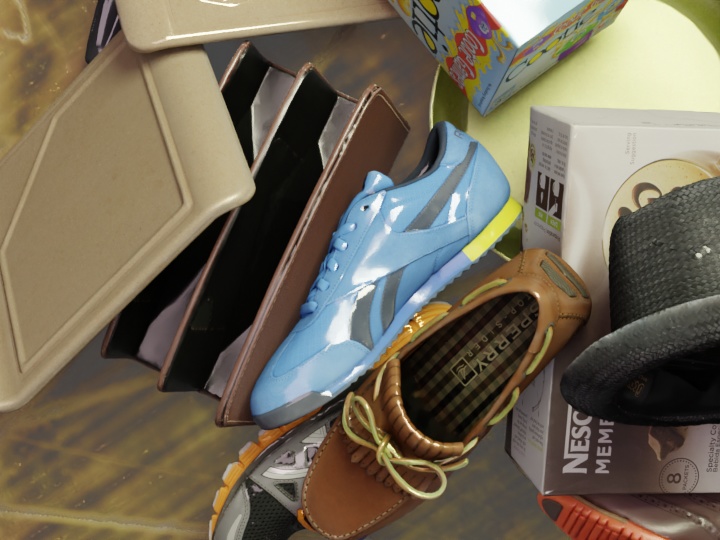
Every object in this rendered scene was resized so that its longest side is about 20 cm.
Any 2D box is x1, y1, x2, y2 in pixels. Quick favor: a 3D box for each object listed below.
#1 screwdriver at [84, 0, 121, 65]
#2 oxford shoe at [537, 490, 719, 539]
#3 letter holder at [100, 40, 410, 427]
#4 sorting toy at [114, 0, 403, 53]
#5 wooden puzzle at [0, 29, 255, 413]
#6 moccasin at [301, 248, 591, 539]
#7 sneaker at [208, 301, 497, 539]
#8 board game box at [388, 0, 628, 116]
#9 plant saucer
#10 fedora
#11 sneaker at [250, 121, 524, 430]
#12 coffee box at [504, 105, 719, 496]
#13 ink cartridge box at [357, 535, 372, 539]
[{"bbox_3d":[-0.132,-0.219,0.958,0.028,0.029,0.201,16,94,8],"label":"screwdriver"},{"bbox_3d":[0.200,0.147,0.888,0.200,0.071,0.073,20,68,4],"label":"oxford shoe"},{"bbox_3d":[-0.065,-0.022,0.883,0.100,0.142,0.200,25,90,9],"label":"letter holder"},{"bbox_3d":[-0.057,-0.221,0.920,0.199,0.036,0.186,-11,75,-14],"label":"sorting toy"},{"bbox_3d":[-0.152,-0.038,0.891,0.200,0.037,0.185,-39,45,17],"label":"wooden puzzle"},{"bbox_3d":[0.036,0.072,0.802,0.201,0.078,0.074,-41,81,28],"label":"moccasin"},{"bbox_3d":[-0.004,0.107,0.894,0.200,0.078,0.077,-43,68,3],"label":"sneaker"},{"bbox_3d":[0.052,-0.204,0.858,0.105,0.103,0.200,-36,81,-14],"label":"board game box"},{"bbox_3d":[0.141,-0.089,0.919,0.199,0.031,0.201,0,87,8],"label":"plant saucer"},{"bbox_3d":[0.183,0.009,0.749,0.200,0.201,0.092,-13,71,6],"label":"fedora"},{"bbox_3d":[0.000,0.000,0.857,0.200,0.066,0.078,-45,105,-17],"label":"sneaker"},{"bbox_3d":[0.147,0.016,0.849,0.113,0.080,0.201,1,102,-11],"label":"coffee box"},{"bbox_3d":[0.051,0.227,0.827,0.043,0.198,0.200,-45,82,0],"label":"ink cartridge box"}]
